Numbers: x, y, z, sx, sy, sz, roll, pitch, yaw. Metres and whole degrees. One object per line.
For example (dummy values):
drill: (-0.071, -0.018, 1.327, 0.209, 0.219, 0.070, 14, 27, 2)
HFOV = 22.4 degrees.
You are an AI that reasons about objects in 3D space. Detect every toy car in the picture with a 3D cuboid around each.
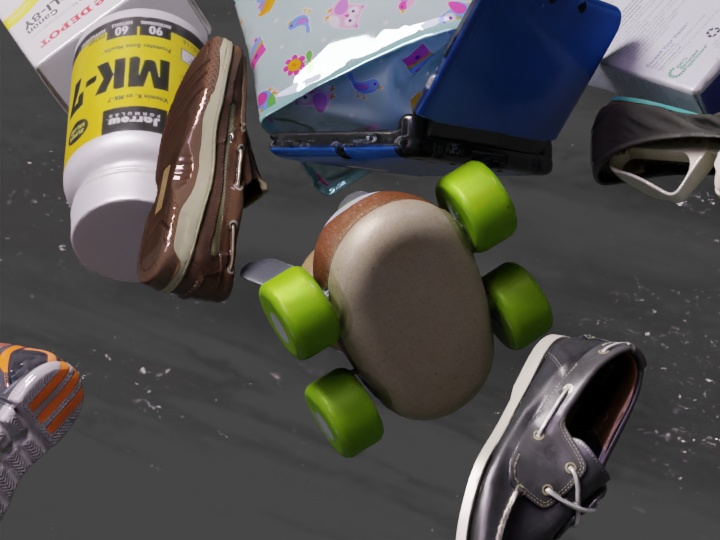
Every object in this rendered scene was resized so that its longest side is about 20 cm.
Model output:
toy car: (0.000, 0.000, 1.214, 0.164, 0.158, 0.200, -31, 31, -13)

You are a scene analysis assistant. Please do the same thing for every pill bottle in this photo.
pill bottle: (-0.170, -0.096, 1.405, 0.114, 0.114, 0.201, -18, 47, 16)

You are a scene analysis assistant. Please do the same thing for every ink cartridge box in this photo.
ink cartridge box: (0.232, -0.207, 1.313, 0.196, 0.043, 0.200, -47, 41, -14)
ink cartridge box: (-0.236, -0.236, 1.579, 0.145, 0.084, 0.200, -37, 45, -2)

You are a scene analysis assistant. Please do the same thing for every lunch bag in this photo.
lunch bag: (0.020, -0.179, 1.360, 0.199, 0.122, 0.171, -29, 44, 13)

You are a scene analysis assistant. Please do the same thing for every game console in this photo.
game console: (0.060, -0.127, 1.218, 0.170, 0.200, 0.119, 2, 89, 32)

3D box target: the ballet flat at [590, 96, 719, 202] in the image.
ballet flat: (0.234, -0.072, 1.192, 0.199, 0.068, 0.069, 5, 66, 45)

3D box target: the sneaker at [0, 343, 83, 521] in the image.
sneaker: (-0.298, 0.133, 1.326, 0.112, 0.078, 0.200, 18, 54, 43)

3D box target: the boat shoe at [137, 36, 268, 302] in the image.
boat shoe: (-0.104, -0.068, 1.305, 0.075, 0.075, 0.203, -28, 45, 56)

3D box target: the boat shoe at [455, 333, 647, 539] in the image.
boat shoe: (0.112, 0.123, 1.088, 0.067, 0.072, 0.201, 4, 54, 37)
